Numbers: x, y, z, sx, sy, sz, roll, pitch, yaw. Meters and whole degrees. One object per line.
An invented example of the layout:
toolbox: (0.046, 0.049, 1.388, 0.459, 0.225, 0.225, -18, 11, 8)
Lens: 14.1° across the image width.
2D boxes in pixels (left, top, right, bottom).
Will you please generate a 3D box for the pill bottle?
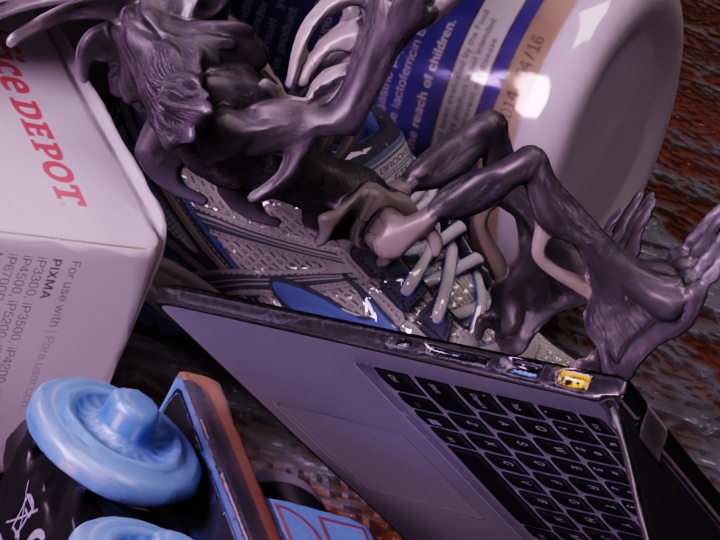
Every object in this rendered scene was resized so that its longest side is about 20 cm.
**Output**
pill bottle: (-0.003, -0.076, 0.971, 0.199, 0.116, 0.116, 22, 25, 20)

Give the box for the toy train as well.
toy train: (-0.030, 0.103, 0.684, 0.114, 0.087, 0.200, 19, 24, -28)

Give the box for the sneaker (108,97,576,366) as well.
sneaker: (0.000, 0.000, 0.883, 0.199, 0.085, 0.077, 28, 28, 8)

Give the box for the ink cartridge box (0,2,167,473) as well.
ink cartridge box: (-0.172, -0.023, 0.794, 0.199, 0.084, 0.145, 7, 31, -28)

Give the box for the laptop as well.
laptop: (0.052, 0.109, 0.697, 0.199, 0.116, 0.187, 12, -21, 31)

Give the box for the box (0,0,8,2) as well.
box: (-0.090, -0.136, 0.883, 0.157, 0.050, 0.200, -15, 24, -20)

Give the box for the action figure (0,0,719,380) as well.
action figure: (0.003, -0.049, 0.804, 0.199, 0.102, 0.119, 29, 0, -20)
